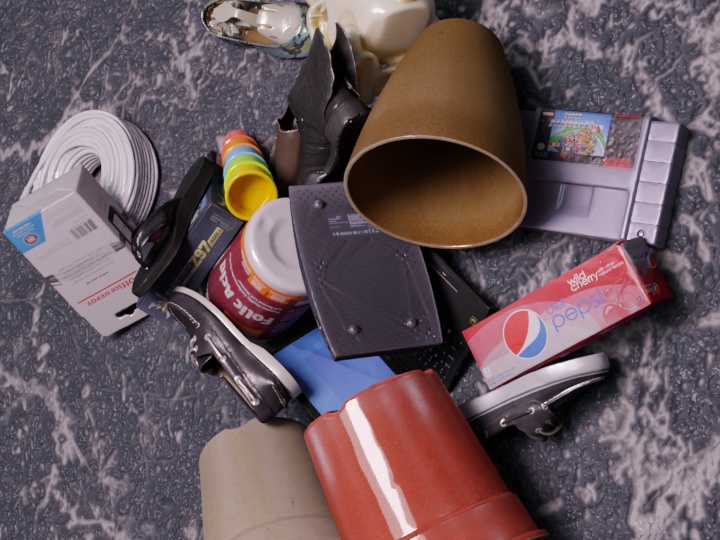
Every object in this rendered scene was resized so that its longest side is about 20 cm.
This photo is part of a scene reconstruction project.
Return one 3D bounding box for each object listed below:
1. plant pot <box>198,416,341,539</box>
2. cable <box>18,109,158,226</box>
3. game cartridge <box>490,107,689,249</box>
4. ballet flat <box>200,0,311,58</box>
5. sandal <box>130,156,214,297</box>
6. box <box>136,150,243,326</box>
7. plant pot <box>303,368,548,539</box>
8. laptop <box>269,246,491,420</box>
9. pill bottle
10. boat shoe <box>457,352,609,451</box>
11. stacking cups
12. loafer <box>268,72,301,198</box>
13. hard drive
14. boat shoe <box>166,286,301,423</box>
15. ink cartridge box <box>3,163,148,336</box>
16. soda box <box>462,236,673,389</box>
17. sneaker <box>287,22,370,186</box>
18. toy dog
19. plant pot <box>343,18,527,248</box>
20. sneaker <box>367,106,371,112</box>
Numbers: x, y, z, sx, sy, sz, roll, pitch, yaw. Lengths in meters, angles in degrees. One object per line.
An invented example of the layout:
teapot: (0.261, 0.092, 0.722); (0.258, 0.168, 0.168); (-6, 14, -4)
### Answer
plant pot: (-0.093, 0.268, 1.528); (0.200, 0.200, 0.184); (-39, 47, 24)
cable: (-0.355, -0.111, 1.883); (0.200, 0.069, 0.201); (32, 99, 37)
game cartridge: (0.230, -0.098, 1.447); (0.199, 0.038, 0.130); (10, 90, 39)
ballet flat: (-0.121, -0.303, 1.745); (0.199, 0.074, 0.075); (9, 85, 39)
sandal: (-0.227, -0.054, 1.609); (0.075, 0.048, 0.201); (-35, 29, 48)
box: (-0.203, -0.042, 1.693); (0.158, 0.051, 0.200); (-54, 17, 16)
plant pot: (0.050, 0.214, 1.380); (0.201, 0.201, 0.196); (-35, 73, 27)
laptop: (0.015, 0.069, 1.525); (0.177, 0.103, 0.200); (46, 123, 35)
pill bottle: (-0.106, 0.011, 1.589); (0.200, 0.114, 0.115); (133, 130, -55)
boat shoe: (0.169, 0.142, 1.417); (0.200, 0.070, 0.066); (-27, 77, 29)
stacking cups: (-0.133, -0.117, 1.669); (0.061, 0.060, 0.200); (-56, 17, 14)
loafer: (-0.080, -0.151, 1.675); (0.073, 0.071, 0.201); (17, 90, 39)
hard drive: (0.000, 0.000, 1.485); (0.042, 0.134, 0.201); (120, 138, -56)
boat shoe: (-0.152, 0.092, 1.555); (0.200, 0.074, 0.060); (39, 72, 23)
ink cartridge box: (-0.339, -0.022, 1.790); (0.116, 0.200, 0.068); (-27, 32, 17)
soda box: (0.203, 0.044, 1.398); (0.200, 0.063, 0.070); (-33, 77, 32)
sneaker: (-0.041, -0.160, 1.529); (0.104, 0.060, 0.200); (56, 144, 24)
toy dog: (-0.005, -0.301, 1.580); (0.139, 0.194, 0.200); (-22, 51, -15)
plant pot: (0.092, -0.156, 1.466); (0.186, 0.186, 0.201); (-14, 49, 35)
sneaker: (-0.030, -0.104, 1.637); (0.200, 0.074, 0.085); (-57, 31, 17)
